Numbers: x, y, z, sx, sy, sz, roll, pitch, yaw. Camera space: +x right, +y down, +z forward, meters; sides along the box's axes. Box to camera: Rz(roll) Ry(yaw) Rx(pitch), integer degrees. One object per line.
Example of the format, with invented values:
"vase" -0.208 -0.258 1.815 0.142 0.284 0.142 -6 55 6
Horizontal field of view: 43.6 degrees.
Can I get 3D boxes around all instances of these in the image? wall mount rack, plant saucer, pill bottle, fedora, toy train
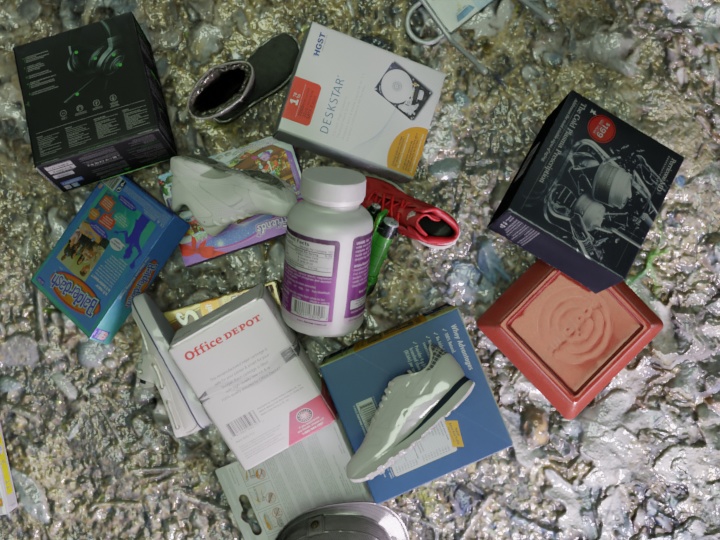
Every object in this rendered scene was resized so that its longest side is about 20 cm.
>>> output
"wall mount rack" 0.166 -0.373 1.262 0.199 0.075 0.174 -37 90 1
"plant saucer" 0.303 0.078 1.284 0.200 0.037 0.200 -44 91 0
"pill bottle" -0.042 -0.026 1.157 0.111 0.112 0.202 6 111 0
"fedora" -0.029 0.407 1.221 0.198 0.091 0.178 -10 121 5
"toy train" 0.000 0.000 1.237 0.056 0.042 0.201 30 121 12

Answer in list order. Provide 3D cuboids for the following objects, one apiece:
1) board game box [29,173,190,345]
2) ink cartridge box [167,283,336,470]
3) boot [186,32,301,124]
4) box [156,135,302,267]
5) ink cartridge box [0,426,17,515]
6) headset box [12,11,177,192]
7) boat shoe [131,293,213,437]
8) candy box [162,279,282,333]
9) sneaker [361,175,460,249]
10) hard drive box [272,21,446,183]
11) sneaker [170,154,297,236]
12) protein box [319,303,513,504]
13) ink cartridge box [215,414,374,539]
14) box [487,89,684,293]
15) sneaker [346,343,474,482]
"board game box" -0.347 -0.023 1.243 0.152 0.045 0.201 36 90 29
"ink cartridge box" -0.141 0.139 1.203 0.146 0.083 0.201 -28 105 4
"boot" -0.151 -0.262 1.198 0.073 0.200 0.182 43 90 -1
"box" -0.174 -0.101 1.279 0.198 0.039 0.138 -18 89 -1
"ink cartridge box" -0.606 0.262 1.276 0.196 0.047 0.202 -11 89 1
"headset box" -0.363 -0.235 1.229 0.173 0.093 0.202 -17 73 0
"boat shoe" -0.270 0.131 1.212 0.069 0.071 0.201 -26 98 -1
"candy box" -0.196 0.095 1.270 0.198 0.055 0.117 -16 91 -1
"sneaker" 0.049 -0.088 1.241 0.198 0.116 0.079 16 89 -2
"hard drive box" -0.003 -0.227 1.242 0.198 0.077 0.157 17 88 -11
"sneaker" -0.173 -0.091 1.214 0.199 0.078 0.100 18 105 27
"protein box" 0.074 0.176 1.232 0.198 0.135 0.200 -23 90 0
"ink cartridge box" -0.084 0.315 1.285 0.199 0.057 0.164 -23 90 17
"box" 0.306 -0.105 1.229 0.181 0.104 0.201 30 76 -1
"sneaker" 0.050 0.184 1.137 0.200 0.076 0.081 -42 79 -4
